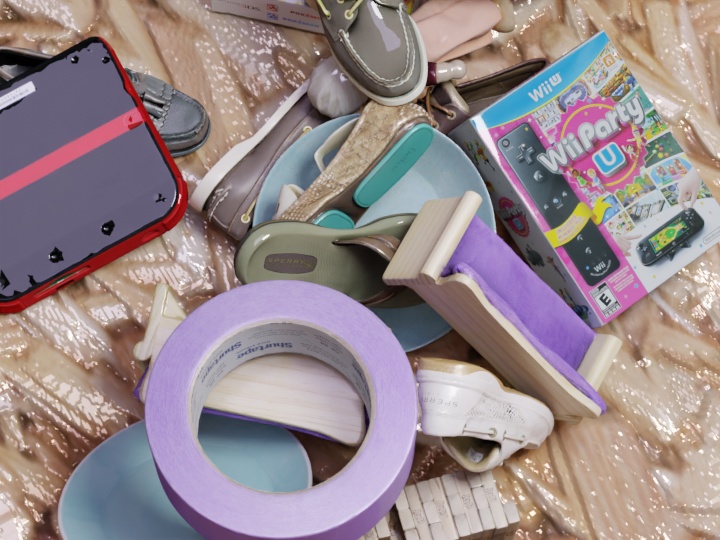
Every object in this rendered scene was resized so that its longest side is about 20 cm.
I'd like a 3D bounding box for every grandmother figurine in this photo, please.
[{"bbox_3d":[0.040,-0.185,1.648,0.200,0.061,0.121,-31,37,-27],"label":"grandmother figurine"}]

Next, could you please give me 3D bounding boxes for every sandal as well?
[{"bbox_3d":[-0.001,0.001,1.537,0.201,0.080,0.057,-3,23,-25],"label":"sandal"}]

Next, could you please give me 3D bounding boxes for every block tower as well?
[{"bbox_3d":[0.020,0.206,1.523,0.200,0.054,0.058,-14,67,-8],"label":"block tower"}]

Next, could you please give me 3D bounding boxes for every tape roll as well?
[{"bbox_3d":[-0.058,0.110,1.446,0.200,0.066,0.201,0,65,-1],"label":"tape roll"}]

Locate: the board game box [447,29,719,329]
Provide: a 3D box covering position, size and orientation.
[{"bbox_3d":[0.189,-0.073,1.614,0.147,0.064,0.200,-35,92,-16],"label":"board game box"}]

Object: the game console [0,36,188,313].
[{"bbox_3d":[-0.262,-0.078,1.631,0.200,0.031,0.177,-29,79,-4],"label":"game console"}]

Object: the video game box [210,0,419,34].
[{"bbox_3d":[-0.024,-0.308,1.763,0.182,0.047,0.200,11,66,6],"label":"video game box"}]

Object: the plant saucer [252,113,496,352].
[{"bbox_3d":[0.012,-0.029,1.616,0.200,0.039,0.202,0,89,3],"label":"plant saucer"}]

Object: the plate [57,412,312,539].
[{"bbox_3d":[-0.134,0.179,1.513,0.200,0.026,0.200,-7,36,5],"label":"plate"}]

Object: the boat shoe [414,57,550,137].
[{"bbox_3d":[0.074,-0.133,1.658,0.200,0.072,0.072,-15,43,-7],"label":"boat shoe"}]

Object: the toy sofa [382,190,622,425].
[{"bbox_3d":[0.122,0.031,1.528,0.200,0.098,0.083,43,64,-28],"label":"toy sofa"}]

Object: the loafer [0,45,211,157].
[{"bbox_3d":[-0.228,-0.146,1.673,0.200,0.063,0.072,12,64,4],"label":"loafer"}]

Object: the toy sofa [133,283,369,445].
[{"bbox_3d":[-0.076,0.082,1.552,0.200,0.083,0.098,10,76,5],"label":"toy sofa"}]

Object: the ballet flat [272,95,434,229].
[{"bbox_3d":[-0.024,-0.062,1.576,0.200,0.071,0.065,-47,60,0],"label":"ballet flat"}]

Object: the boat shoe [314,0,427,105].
[{"bbox_3d":[-0.005,-0.223,1.570,0.072,0.060,0.202,-24,65,0],"label":"boat shoe"}]

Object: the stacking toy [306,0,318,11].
[{"bbox_3d":[0.051,-0.263,1.645,0.200,0.085,0.086,1,64,19],"label":"stacking toy"}]

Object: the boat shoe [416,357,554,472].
[{"bbox_3d":[0.090,0.120,1.500,0.071,0.200,0.069,5,77,29],"label":"boat shoe"}]

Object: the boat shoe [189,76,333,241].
[{"bbox_3d":[-0.057,-0.107,1.657,0.060,0.072,0.200,42,70,7],"label":"boat shoe"}]
